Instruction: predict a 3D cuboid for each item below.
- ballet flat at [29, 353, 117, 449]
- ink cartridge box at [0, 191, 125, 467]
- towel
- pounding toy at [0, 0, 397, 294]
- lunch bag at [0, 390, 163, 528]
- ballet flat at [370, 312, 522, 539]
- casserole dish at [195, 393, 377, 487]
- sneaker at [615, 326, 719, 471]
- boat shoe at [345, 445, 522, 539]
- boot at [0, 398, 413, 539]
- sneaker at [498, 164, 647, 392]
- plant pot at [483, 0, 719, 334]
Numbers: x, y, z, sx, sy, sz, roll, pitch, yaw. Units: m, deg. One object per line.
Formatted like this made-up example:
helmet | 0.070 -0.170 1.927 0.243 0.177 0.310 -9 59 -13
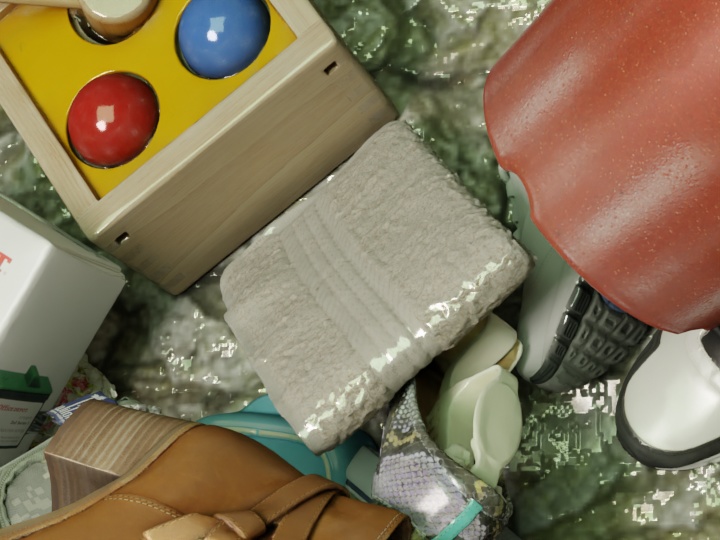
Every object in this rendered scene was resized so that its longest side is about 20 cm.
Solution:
ballet flat | -0.215 0.038 1.016 0.199 0.064 0.076 21 82 25
ink cartridge box | -0.231 0.047 0.937 0.146 0.084 0.201 29 89 23
towel | 0.000 0.000 0.904 0.132 0.034 0.200 -42 25 2
pounding toy | -0.125 -0.117 0.988 0.184 0.142 0.200 -39 65 5
lunch bag | -0.114 0.174 0.859 0.167 0.140 0.200 -34 65 -13
ballet flat | 0.045 0.057 0.866 0.072 0.072 0.201 -19 30 14
casserole dish | -0.056 0.154 0.935 0.121 0.039 0.201 4 74 21
sneaker | 0.190 0.011 0.867 0.200 0.080 0.074 -43 66 5
boat shoe | 0.061 0.157 0.873 0.200 0.072 0.062 38 94 25
boot | -0.080 0.147 0.751 0.155 0.077 0.200 18 47 18
sneaker | 0.106 -0.036 0.927 0.087 0.074 0.201 5 68 34
plant pot | 0.167 -0.087 0.773 0.195 0.200 0.201 -41 61 32
